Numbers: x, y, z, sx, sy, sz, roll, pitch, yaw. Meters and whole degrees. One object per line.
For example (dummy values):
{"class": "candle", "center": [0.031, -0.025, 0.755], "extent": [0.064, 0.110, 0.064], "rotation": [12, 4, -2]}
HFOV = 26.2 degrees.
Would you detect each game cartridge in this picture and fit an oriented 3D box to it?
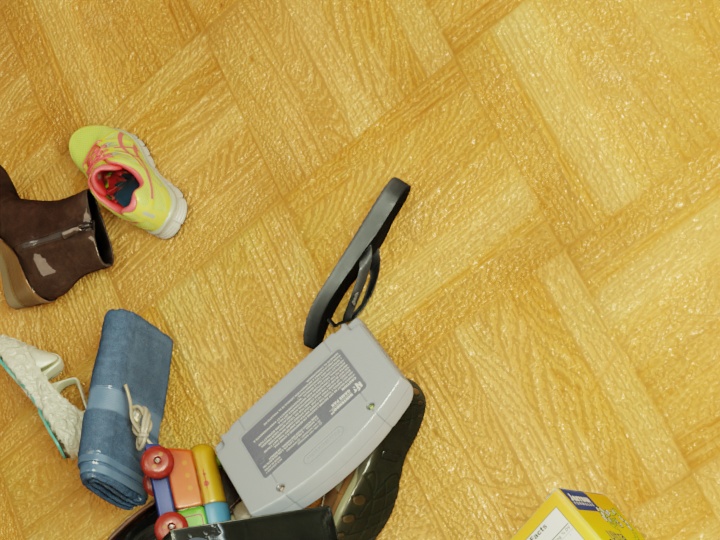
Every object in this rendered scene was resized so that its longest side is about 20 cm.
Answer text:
{"class": "game cartridge", "center": [-0.045, 0.152, 1.521], "extent": [0.200, 0.041, 0.133], "rotation": [-42, 38, 4]}

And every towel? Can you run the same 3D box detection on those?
{"class": "towel", "center": [-0.259, 0.149, 1.681], "extent": [0.048, 0.112, 0.201], "rotation": [-7, 60, 24]}

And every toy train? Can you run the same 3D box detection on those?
{"class": "toy train", "center": [-0.169, 0.197, 1.600], "extent": [0.115, 0.085, 0.201], "rotation": [-11, 67, -11]}

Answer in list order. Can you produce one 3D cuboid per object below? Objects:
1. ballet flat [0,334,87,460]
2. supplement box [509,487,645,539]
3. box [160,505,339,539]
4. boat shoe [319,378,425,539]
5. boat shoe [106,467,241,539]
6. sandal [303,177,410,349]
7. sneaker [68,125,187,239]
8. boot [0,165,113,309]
{"class": "ballet flat", "center": [-0.363, 0.138, 1.813], "extent": [0.072, 0.072, 0.200], "rotation": [-50, 60, 15]}
{"class": "supplement box", "center": [0.220, 0.300, 1.352], "extent": [0.109, 0.109, 0.200], "rotation": [-49, 59, 15]}
{"class": "box", "center": [-0.125, 0.306, 1.500], "extent": [0.200, 0.163, 0.086], "rotation": [131, 129, -57]}
{"class": "boat shoe", "center": [-0.002, 0.196, 1.551], "extent": [0.074, 0.076, 0.200], "rotation": [19, 83, 40]}
{"class": "boat shoe", "center": [-0.190, 0.265, 1.657], "extent": [0.200, 0.070, 0.071], "rotation": [-38, 59, 20]}
{"class": "sandal", "center": [0.000, 0.000, 1.590], "extent": [0.043, 0.076, 0.200], "rotation": [32, 100, 7]}
{"class": "sneaker", "center": [-0.284, -0.115, 1.789], "extent": [0.200, 0.090, 0.078], "rotation": [38, 103, 35]}
{"class": "boot", "center": [-0.377, -0.065, 1.851], "extent": [0.166, 0.072, 0.201], "rotation": [-26, 76, 29]}
